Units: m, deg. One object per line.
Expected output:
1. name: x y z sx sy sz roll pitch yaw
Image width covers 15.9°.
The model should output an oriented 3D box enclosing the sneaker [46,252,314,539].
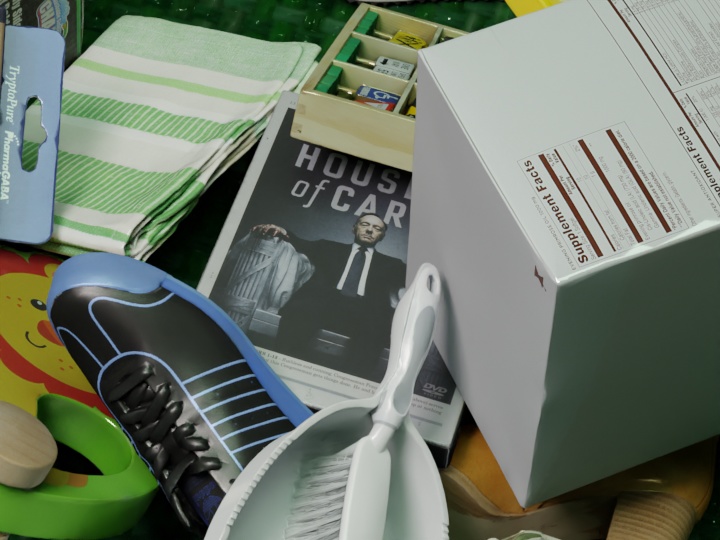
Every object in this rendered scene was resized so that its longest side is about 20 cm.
1. sneaker: -0.075 0.076 1.231 0.200 0.070 0.078 41 34 -13

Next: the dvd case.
1. dvd case: 0.000 0.000 1.331 0.149 0.025 0.201 16 51 5

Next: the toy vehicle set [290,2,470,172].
1. toy vehicle set: 0.040 -0.095 1.398 0.123 0.027 0.200 16 20 4

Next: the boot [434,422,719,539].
1. boot: 0.085 0.087 1.341 0.200 0.071 0.145 18 45 5

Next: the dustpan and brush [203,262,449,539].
1. dustpan and brush: 0.001 0.091 1.205 0.139 0.057 0.201 31 57 -35

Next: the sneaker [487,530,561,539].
1. sneaker: 0.061 0.155 1.260 0.198 0.090 0.067 11 51 2

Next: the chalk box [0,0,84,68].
1. chalk box: -0.237 -0.167 1.464 0.124 0.125 0.200 37 55 21

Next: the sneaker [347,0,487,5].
1. sneaker: 0.071 -0.217 1.561 0.198 0.090 0.070 -9 52 -13

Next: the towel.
1. towel: -0.130 -0.077 1.431 0.152 0.024 0.200 12 43 30

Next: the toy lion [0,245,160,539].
1. toy lion: -0.158 0.057 1.288 0.191 0.069 0.200 9 33 -43

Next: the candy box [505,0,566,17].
1. candy box: 0.169 -0.107 1.498 0.102 0.027 0.200 -4 45 -35

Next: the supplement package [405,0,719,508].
1. supplement package: 0.141 -0.024 1.221 0.199 0.192 0.148 -19 57 -15

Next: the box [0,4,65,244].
1. box: -0.252 -0.082 1.323 0.198 0.032 0.122 5 76 -12
